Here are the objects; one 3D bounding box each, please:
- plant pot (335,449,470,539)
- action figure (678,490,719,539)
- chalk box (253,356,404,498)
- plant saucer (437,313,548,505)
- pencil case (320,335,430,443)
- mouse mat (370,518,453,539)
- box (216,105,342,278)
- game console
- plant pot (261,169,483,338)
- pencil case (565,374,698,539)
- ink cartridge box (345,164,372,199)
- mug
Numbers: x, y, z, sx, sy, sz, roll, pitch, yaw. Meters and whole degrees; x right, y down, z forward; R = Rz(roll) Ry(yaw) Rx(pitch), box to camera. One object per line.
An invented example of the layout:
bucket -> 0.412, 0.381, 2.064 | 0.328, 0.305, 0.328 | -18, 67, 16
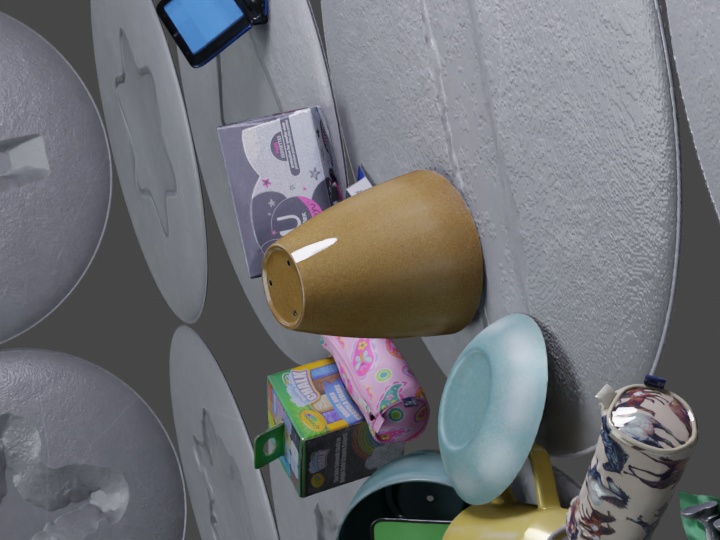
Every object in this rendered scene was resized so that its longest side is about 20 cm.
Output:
plant pot -> 0.077, 0.289, 1.685 | 0.134, 0.198, 0.202 | -73, -20, -64
action figure -> 0.310, 0.288, 1.201 | 0.118, 0.054, 0.202 | 11, 118, 66
chalk box -> -0.052, 0.205, 1.939 | 0.125, 0.198, 0.124 | 95, 153, -43
plant saucer -> 0.122, 0.136, 1.499 | 0.201, 0.038, 0.202 | -51, 30, 45
pencil case -> 0.016, 0.131, 1.867 | 0.201, 0.087, 0.088 | -120, 25, -43
mouse mat -> 0.113, 0.344, 1.622 | 0.008, 0.198, 0.162 | -63, -29, -63
box -> -0.096, -0.103, 1.908 | 0.115, 0.131, 0.202 | -55, -46, -79
game console -> -0.218, -0.416, 2.096 | 0.200, 0.117, 0.172 | -125, 28, -45
plant pot -> 0.000, 0.000, 1.597 | 0.186, 0.199, 0.188 | 31, 127, 51
pencil case -> 0.233, 0.181, 1.293 | 0.089, 0.078, 0.201 | 39, 145, 25
ink cartridge box -> 0.019, -0.033, 1.817 | 0.200, 0.039, 0.100 | -122, 25, -43
mug -> 0.164, 0.285, 1.467 | 0.187, 0.149, 0.153 | 55, 153, -4
